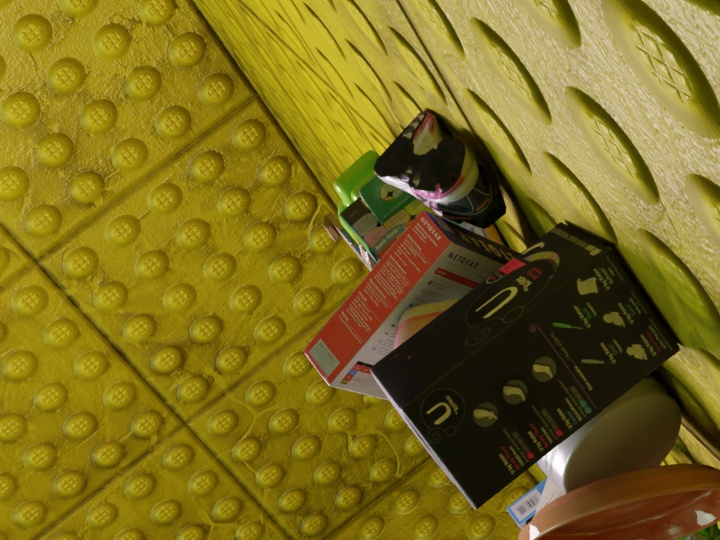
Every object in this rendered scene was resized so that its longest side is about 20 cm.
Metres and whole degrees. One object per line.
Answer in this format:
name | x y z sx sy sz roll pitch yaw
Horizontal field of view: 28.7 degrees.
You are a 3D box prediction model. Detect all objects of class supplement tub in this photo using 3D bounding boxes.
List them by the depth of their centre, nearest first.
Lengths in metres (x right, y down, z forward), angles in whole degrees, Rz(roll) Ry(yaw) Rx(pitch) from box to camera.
supplement tub | 0.181 0.100 1.282 0.200 0.132 0.132 51 177 44

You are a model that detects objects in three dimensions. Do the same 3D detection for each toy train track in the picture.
toy train track | 0.000 0.000 1.516 0.115 0.033 0.200 55 178 -40

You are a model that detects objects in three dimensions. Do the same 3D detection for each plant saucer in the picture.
plant saucer | 0.234 0.211 1.227 0.200 0.200 0.032 57 -162 -63

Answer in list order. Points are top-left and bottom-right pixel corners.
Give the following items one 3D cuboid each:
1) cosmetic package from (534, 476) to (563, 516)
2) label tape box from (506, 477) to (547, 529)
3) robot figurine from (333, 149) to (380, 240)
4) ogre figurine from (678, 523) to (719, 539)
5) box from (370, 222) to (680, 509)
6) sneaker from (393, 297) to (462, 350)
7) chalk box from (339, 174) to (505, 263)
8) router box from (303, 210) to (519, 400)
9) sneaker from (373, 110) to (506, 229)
cosmetic package | 0.294 0.301 1.833 0.105 0.071 0.200 36 -165 4
label tape box | 0.401 0.508 2.814 0.200 0.143 0.066 54 177 -32
robot figurine | 0.049 -0.054 1.736 0.175 0.116 0.200 29 159 54
ogre figurine | 0.305 0.234 1.401 0.120 0.098 0.200 25 -142 -55
box | 0.124 0.070 1.095 0.106 0.200 0.122 53 177 -15
sneaker | 0.112 0.066 1.199 0.075 0.200 0.105 51 -144 -31
chalk box | 0.071 -0.034 1.512 0.200 0.125 0.124 53 178 -41
router box | 0.070 0.046 1.350 0.200 0.180 0.049 21 -156 -53
sneaker | 0.077 -0.083 1.324 0.086 0.080 0.200 42 -173 -22
